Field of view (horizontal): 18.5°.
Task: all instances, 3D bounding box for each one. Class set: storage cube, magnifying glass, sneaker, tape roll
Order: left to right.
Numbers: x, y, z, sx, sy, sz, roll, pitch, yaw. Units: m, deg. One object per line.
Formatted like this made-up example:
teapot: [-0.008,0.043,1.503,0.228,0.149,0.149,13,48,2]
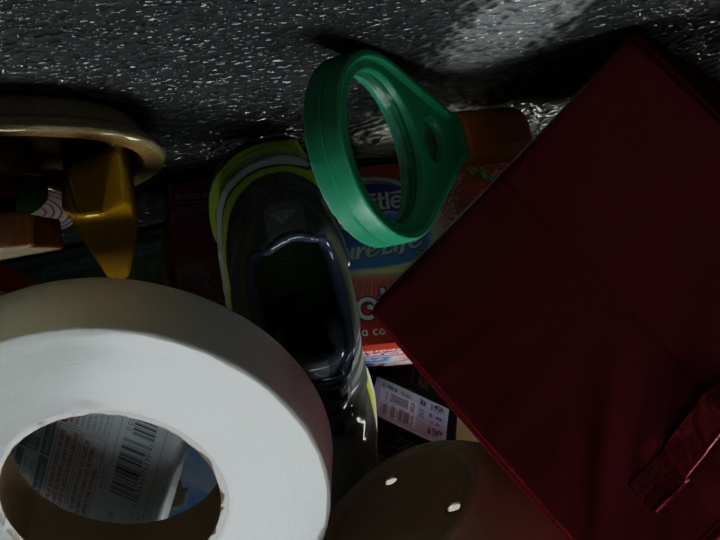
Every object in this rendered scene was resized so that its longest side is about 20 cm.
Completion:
tape roll: [-0.112,0.092,1.006,0.203,0.037,0.203,1,128,1]
sneaker: [-0.030,0.042,1.039,0.074,0.200,0.081,-14,-152,-2]
magnifying glass: [0.029,-0.054,0.937,0.022,0.080,0.200,-15,179,27]
storage cube: [0.146,0.027,0.970,0.171,0.180,0.200,-47,158,14]

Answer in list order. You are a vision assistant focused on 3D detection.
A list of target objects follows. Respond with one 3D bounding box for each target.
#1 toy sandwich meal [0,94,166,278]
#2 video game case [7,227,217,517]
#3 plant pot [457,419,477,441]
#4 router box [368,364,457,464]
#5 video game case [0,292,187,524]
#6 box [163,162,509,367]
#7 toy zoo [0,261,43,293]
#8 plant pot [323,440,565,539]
toy sandwich meal: [-0.173,-0.023,0.942,0.205,0.070,0.205,-7,171,-1]
video game case: [-0.144,0.075,1.230,0.200,0.182,0.022,-12,169,27]
plant pot: [0.050,0.114,1.476,0.200,0.175,0.200,-30,168,-7]
router box: [0.000,0.124,1.227,0.052,0.157,0.200,25,-165,-2]
video game case: [-0.182,0.095,1.088,0.182,0.200,0.022,22,-143,5]
box: [0.000,0.000,1.143,0.200,0.096,0.100,-5,171,-7]
toy zoo: [-0.149,0.032,1.121,0.200,0.020,0.131,28,169,0]
plant pot: [0.052,0.158,1.039,0.200,0.200,0.134,-15,125,40]
